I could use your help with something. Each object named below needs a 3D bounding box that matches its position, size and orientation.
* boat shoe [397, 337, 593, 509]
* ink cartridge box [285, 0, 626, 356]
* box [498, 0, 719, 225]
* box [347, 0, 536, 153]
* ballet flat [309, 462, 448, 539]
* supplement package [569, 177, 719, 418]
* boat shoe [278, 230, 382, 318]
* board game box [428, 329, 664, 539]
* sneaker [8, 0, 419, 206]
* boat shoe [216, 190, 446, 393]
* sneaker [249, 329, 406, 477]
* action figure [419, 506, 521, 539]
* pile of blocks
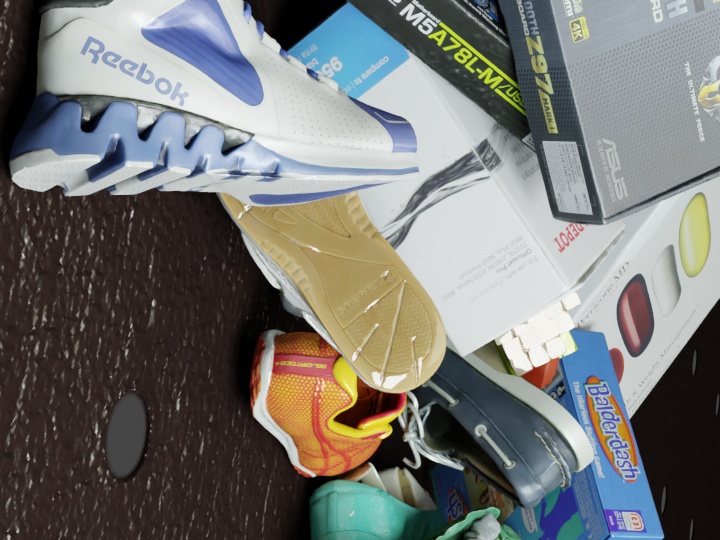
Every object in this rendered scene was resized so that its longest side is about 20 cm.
[{"bbox_3d":[0.059,0.092,0.964,0.062,0.199,0.075,-39,128,-19],"label":"boat shoe"},{"bbox_3d":[0.056,-0.069,0.909,0.201,0.084,0.144,56,27,0],"label":"ink cartridge box"},{"bbox_3d":[0.150,-0.144,0.813,0.157,0.051,0.202,-22,106,-26],"label":"box"},{"bbox_3d":[0.067,-0.167,0.887,0.199,0.047,0.194,35,35,-27],"label":"box"},{"bbox_3d":[0.019,0.162,1.023,0.200,0.067,0.071,28,54,-69],"label":"ballet flat"},{"bbox_3d":[0.169,-0.013,1.170,0.192,0.146,0.200,-51,148,-14],"label":"supplement package"},{"bbox_3d":[0.001,0.000,0.952,0.200,0.070,0.072,-1,112,-69],"label":"boat shoe"},{"bbox_3d":[0.119,0.158,1.064,0.200,0.045,0.153,126,-38,-47],"label":"board game box"},{"bbox_3d":[-0.060,-0.092,0.688,0.198,0.080,0.117,2,83,-39],"label":"sneaker"},{"bbox_3d":[-0.032,-0.025,0.799,0.201,0.070,0.069,60,-15,-4],"label":"boat shoe"},{"bbox_3d":[-0.007,0.085,0.915,0.200,0.076,0.074,47,50,-73],"label":"sneaker"},{"bbox_3d":[0.044,0.196,0.960,0.199,0.055,0.119,-23,144,-53],"label":"action figure"},{"bbox_3d":[0.093,0.052,1.026,0.082,0.200,0.063,-29,96,-23],"label":"pile of blocks"}]
